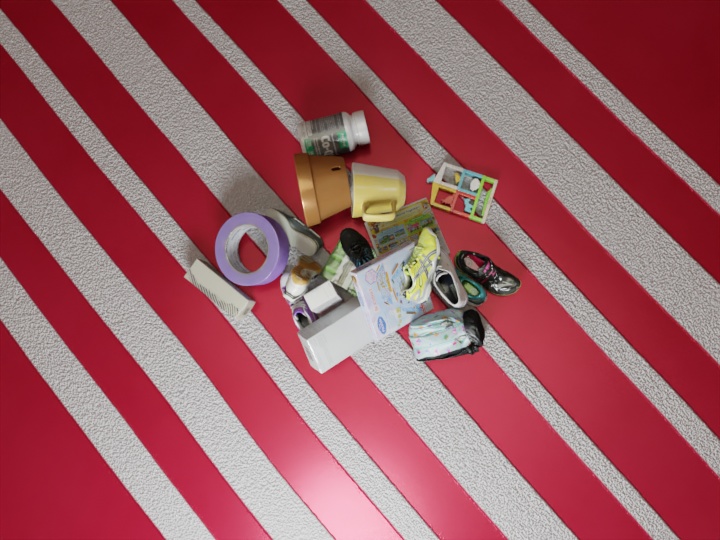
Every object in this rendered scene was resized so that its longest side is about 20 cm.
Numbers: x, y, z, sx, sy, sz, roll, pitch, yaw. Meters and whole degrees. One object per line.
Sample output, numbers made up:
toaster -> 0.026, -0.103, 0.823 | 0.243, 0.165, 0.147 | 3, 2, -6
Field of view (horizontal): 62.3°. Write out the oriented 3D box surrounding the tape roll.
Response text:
tape roll -> -0.307, -0.060, 1.691 | 0.195, 0.085, 0.206 | 0, 91, 14

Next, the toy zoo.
toy zoo -> 0.285, -0.229, 1.722 | 0.196, 0.020, 0.134 | 19, 84, 7

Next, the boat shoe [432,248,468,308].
boat shoe -> 0.222, 0.009, 1.599 | 0.073, 0.065, 0.202 | -40, 69, 17

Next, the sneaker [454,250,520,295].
sneaker -> 0.351, 0.007, 1.654 | 0.197, 0.084, 0.078 | 26, 85, 7

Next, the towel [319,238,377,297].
towel -> 0.000, 0.000, 1.713 | 0.197, 0.031, 0.151 | 30, 83, 10

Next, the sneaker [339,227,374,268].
sneaker -> 0.007, -0.040, 1.662 | 0.072, 0.082, 0.202 | -34, 78, -2

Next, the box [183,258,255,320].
box -> -0.402, 0.055, 1.704 | 0.198, 0.082, 0.069 | 37, 87, 9

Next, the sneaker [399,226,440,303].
sneaker -> 0.157, -0.015, 1.572 | 0.075, 0.075, 0.205 | 9, 91, -30

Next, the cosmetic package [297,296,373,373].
cosmetic package -> -0.058, 0.173, 1.617 | 0.197, 0.081, 0.115 | -29, 111, -21

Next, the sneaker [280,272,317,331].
sneaker -> -0.172, 0.090, 1.666 | 0.072, 0.114, 0.203 | -29, 80, 1

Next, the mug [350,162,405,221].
mug -> 0.050, -0.209, 1.680 | 0.149, 0.150, 0.191 | 0, 75, -5

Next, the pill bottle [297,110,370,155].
pill bottle -> -0.077, -0.392, 1.724 | 0.195, 0.113, 0.116 | -14, 81, 3

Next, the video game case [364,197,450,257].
video game case -> 0.132, -0.092, 1.696 | 0.196, 0.023, 0.185 | -21, 71, -1

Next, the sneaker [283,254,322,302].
sneaker -> -0.168, 0.022, 1.646 | 0.075, 0.200, 0.089 | 33, 110, 3

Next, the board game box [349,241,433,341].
board game box -> 0.087, 0.054, 1.608 | 0.197, 0.041, 0.204 | -26, 109, -24

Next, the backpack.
backpack -> 0.230, 0.173, 1.611 | 0.196, 0.166, 0.130 | -16, 86, 17

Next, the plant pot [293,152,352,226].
plant pot -> -0.102, -0.237, 1.667 | 0.137, 0.200, 0.205 | -12, 81, -3

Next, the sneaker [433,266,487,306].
sneaker -> 0.266, 0.026, 1.656 | 0.197, 0.080, 0.079 | 28, 83, 17

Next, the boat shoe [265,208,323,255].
boat shoe -> -0.192, -0.117, 1.732 | 0.199, 0.061, 0.074 | 37, 128, 17

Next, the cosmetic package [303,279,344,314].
cosmetic package -> -0.097, 0.075, 1.618 | 0.082, 0.200, 0.051 | -32, 82, -1
